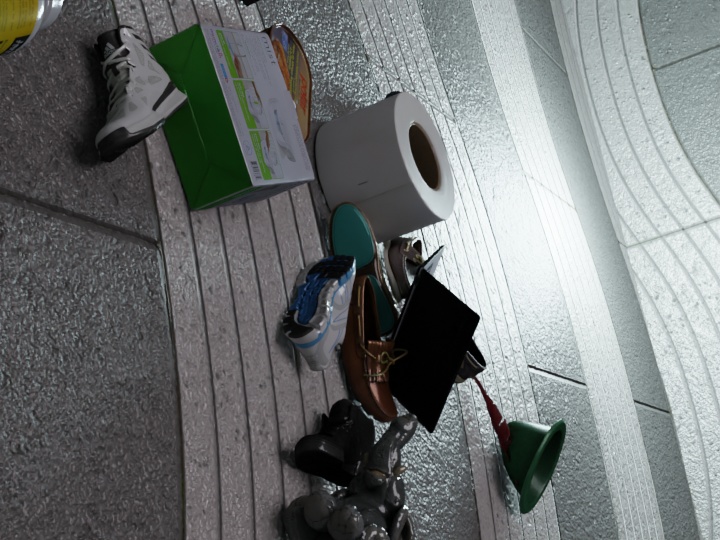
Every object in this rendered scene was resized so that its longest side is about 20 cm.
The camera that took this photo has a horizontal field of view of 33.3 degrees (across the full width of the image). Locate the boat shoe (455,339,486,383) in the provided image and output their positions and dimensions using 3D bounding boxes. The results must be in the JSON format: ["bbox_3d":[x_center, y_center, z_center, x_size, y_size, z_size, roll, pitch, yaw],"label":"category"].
[{"bbox_3d":[0.148,0.088,1.959,0.201,0.073,0.075,62,25,-21],"label":"boat shoe"}]

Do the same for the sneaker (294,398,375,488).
[{"bbox_3d":[-0.030,0.207,1.509,0.200,0.060,0.105,43,37,-56],"label":"sneaker"}]

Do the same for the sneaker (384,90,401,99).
[{"bbox_3d":[0.088,-0.214,2.074,0.078,0.065,0.201,-65,133,-73],"label":"sneaker"}]

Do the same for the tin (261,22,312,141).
[{"bbox_3d":[-0.111,-0.259,1.696,0.112,0.042,0.201,43,36,-41],"label":"tin"}]

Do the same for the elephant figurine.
[{"bbox_3d":[0.011,0.289,1.427,0.142,0.155,0.200,52,32,6],"label":"elephant figurine"}]

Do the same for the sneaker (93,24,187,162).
[{"bbox_3d":[-0.263,-0.194,1.297,0.116,0.075,0.201,55,19,-14],"label":"sneaker"}]

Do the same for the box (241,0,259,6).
[{"bbox_3d":[-0.145,-0.501,1.701,0.132,0.114,0.201,45,35,-45],"label":"box"}]

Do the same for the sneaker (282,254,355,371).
[{"bbox_3d":[-0.047,0.056,1.584,0.201,0.074,0.087,-65,142,-51],"label":"sneaker"}]

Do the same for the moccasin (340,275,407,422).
[{"bbox_3d":[0.017,0.108,1.654,0.074,0.077,0.203,13,61,-63],"label":"moccasin"}]

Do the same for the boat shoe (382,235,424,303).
[{"bbox_3d":[0.069,-0.008,1.810,0.200,0.059,0.072,-88,164,-73],"label":"boat shoe"}]

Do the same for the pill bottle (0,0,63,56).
[{"bbox_3d":[-0.351,-0.241,1.068,0.112,0.111,0.200,67,25,-10],"label":"pill bottle"}]

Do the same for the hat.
[{"bbox_3d":[0.249,0.296,2.100,0.165,0.175,0.201,8,103,-66],"label":"hat"}]

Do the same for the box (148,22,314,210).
[{"bbox_3d":[-0.156,-0.187,1.471,0.176,0.096,0.202,-19,90,-67],"label":"box"}]

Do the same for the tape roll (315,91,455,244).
[{"bbox_3d":[0.039,-0.151,1.817,0.203,0.138,0.204,45,36,-45],"label":"tape roll"}]

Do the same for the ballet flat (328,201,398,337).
[{"bbox_3d":[0.000,0.000,1.737,0.065,0.070,0.202,173,-99,-87],"label":"ballet flat"}]

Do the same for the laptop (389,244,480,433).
[{"bbox_3d":[0.108,0.092,1.704,0.188,0.115,0.200,-69,169,22],"label":"laptop"}]
